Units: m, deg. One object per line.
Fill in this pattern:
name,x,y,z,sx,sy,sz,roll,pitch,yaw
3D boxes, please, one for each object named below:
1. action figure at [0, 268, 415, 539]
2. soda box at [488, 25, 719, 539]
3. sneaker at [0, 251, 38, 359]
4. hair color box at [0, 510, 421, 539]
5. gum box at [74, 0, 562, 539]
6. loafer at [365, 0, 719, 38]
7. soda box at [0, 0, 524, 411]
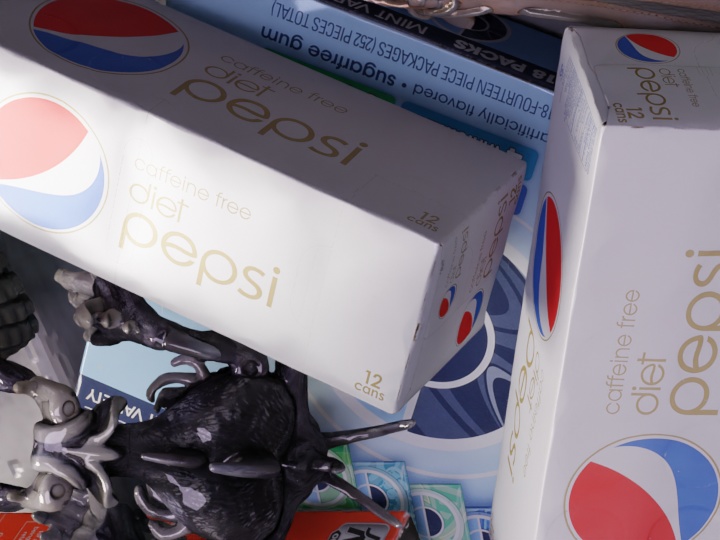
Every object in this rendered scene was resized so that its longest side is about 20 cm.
action figure,-0.088,0.052,0.837,0.200,0.102,0.119,7,101,-20
soda box,0.088,0.026,0.788,0.068,0.064,0.200,1,123,-8
sneaker,-0.193,-0.028,0.858,0.200,0.085,0.078,58,163,-26
hair color box,-0.060,0.143,0.916,0.200,0.061,0.102,-5,127,31
gum box,0.000,0.000,0.862,0.170,0.045,0.200,21,120,8
loafer,0.047,-0.096,0.786,0.200,0.072,0.063,5,125,13
soda box,-0.055,-0.034,0.785,0.200,0.068,0.064,24,122,16
